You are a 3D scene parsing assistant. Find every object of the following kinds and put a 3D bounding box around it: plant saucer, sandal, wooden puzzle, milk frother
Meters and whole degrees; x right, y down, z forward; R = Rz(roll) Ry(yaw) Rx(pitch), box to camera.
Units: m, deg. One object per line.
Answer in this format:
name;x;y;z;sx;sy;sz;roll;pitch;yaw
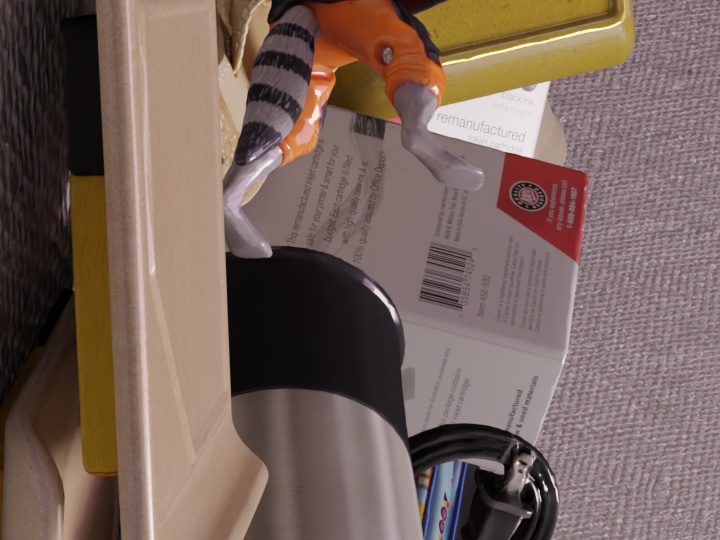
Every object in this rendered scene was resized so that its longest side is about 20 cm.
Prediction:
plant saucer;0.060;-0.183;1.158;0.048;0.199;0.202;21;-58;60
sandal;-0.032;-0.097;1.045;0.078;0.069;0.212;56;27;-23
wooden puzzle;-0.109;0.094;0.791;0.200;0.037;0.187;-86;-178;-65
wooden puzzle;-0.065;-0.012;0.711;0.185;0.037;0.202;-68;151;-82
milk frother;0.004;0.120;0.909;0.189;0.198;0.181;-98;-164;-47

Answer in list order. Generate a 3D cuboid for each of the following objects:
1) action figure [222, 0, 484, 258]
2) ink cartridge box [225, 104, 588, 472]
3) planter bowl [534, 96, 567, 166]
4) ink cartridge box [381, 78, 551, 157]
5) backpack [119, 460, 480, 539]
action figure;0.008;-0.121;0.876;0.199;0.104;0.195;-26;-125;47
ink cartridge box;0.000;0.000;1.092;0.147;0.198;0.083;-75;180;-51
planter bowl;0.012;-0.109;1.374;0.201;0.198;0.136;-75;149;-63
ink cartridge box;0.033;-0.155;1.226;0.083;0.144;0.202;19;-83;62
backpack;-0.043;0.155;1.130;0.135;0.198;0.184;69;30;-49
